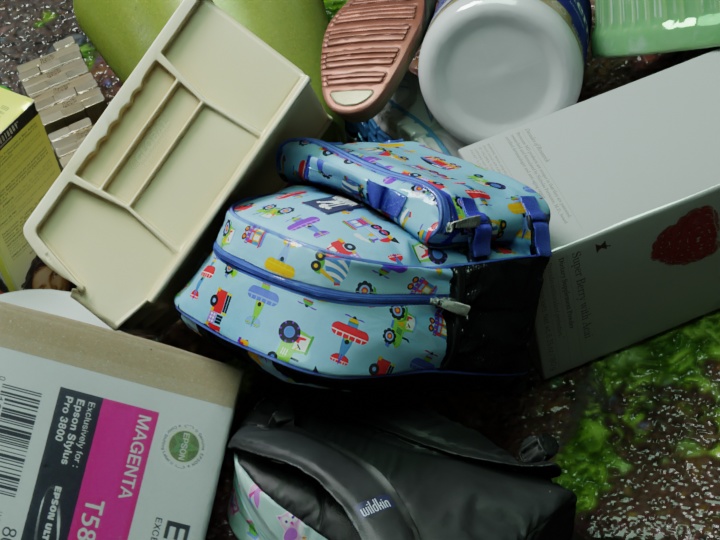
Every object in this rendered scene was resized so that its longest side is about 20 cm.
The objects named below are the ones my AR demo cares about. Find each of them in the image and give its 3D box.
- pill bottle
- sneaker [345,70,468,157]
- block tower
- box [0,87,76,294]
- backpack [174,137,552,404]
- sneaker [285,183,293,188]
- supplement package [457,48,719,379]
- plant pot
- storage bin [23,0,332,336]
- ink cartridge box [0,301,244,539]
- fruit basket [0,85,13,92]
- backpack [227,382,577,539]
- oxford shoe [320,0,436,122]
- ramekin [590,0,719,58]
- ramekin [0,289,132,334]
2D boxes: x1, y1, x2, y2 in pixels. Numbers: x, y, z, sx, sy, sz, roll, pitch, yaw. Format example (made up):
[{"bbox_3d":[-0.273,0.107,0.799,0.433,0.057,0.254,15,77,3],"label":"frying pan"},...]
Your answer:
[{"bbox_3d":[0.109,-0.173,1.484,0.115,0.117,0.200,-4,24,11],"label":"pill bottle"},{"bbox_3d":[0.041,-0.111,1.521,0.086,0.075,0.200,-11,42,-25],"label":"sneaker"},{"bbox_3d":[-0.209,-0.095,1.568,0.057,0.054,0.200,-22,46,-8],"label":"block tower"},{"bbox_3d":[-0.237,-0.031,1.413,0.050,0.201,0.075,22,58,29],"label":"box"},{"bbox_3d":[-0.005,-0.002,1.248,0.199,0.136,0.182,-1,20,-42],"label":"backpack"},{"bbox_3d":[0.000,0.000,1.412,0.199,0.075,0.081,28,60,33],"label":"sneaker"},{"bbox_3d":[0.184,-0.039,1.369,0.199,0.122,0.120,-22,47,-6],"label":"supplement package"},{"bbox_3d":[-0.092,-0.156,1.528,0.186,0.188,0.201,-24,61,-9],"label":"plant pot"},{"bbox_3d":[-0.115,-0.061,1.327,0.093,0.200,0.199,36,89,4],"label":"storage bin"},{"bbox_3d":[-0.172,0.136,1.229,0.164,0.075,0.201,15,79,-11],"label":"ink cartridge box"},{"bbox_3d":[-0.313,-0.071,1.521,0.214,0.156,0.217,-7,63,14],"label":"fruit basket"},{"bbox_3d":[0.009,0.151,1.231,0.199,0.127,0.167,26,37,26],"label":"backpack"},{"bbox_3d":[0.024,-0.170,1.477,0.070,0.074,0.201,3,50,22],"label":"oxford shoe"},{"bbox_3d":[0.257,-0.213,1.457,0.198,0.098,0.200,-8,7,1],"label":"ramekin"},{"bbox_3d":[-0.221,0.107,1.353,0.199,0.098,0.201,-8,47,8],"label":"ramekin"}]
